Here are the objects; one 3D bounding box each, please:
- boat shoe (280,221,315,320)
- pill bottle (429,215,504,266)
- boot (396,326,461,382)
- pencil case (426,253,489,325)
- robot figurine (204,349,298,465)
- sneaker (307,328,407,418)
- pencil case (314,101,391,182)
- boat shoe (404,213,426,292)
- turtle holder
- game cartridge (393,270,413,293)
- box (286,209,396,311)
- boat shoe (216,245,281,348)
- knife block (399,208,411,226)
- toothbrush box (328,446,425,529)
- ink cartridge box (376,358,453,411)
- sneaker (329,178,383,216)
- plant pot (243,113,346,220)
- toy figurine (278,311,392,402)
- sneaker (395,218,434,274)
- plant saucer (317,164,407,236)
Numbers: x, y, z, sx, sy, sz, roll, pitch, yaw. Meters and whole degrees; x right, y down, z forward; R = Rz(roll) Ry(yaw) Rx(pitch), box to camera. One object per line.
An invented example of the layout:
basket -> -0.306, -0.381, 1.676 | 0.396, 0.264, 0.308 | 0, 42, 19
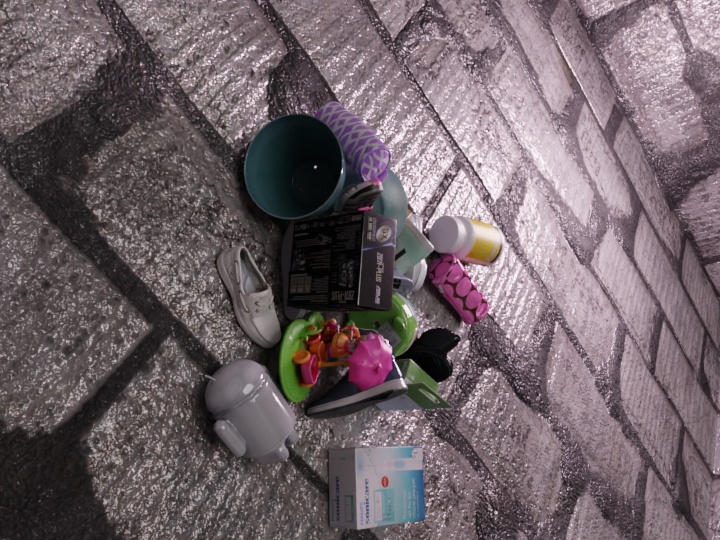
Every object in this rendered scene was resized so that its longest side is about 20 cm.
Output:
boat shoe -> -0.111, 0.000, 1.258 | 0.065, 0.071, 0.203 | 11, 71, -48
pill bottle -> 0.277, -0.079, 1.647 | 0.198, 0.113, 0.116 | 10, 71, -44
boot -> 0.164, 0.182, 1.400 | 0.162, 0.197, 0.074 | -26, 99, -40
pencil case -> 0.248, 0.054, 1.598 | 0.200, 0.090, 0.094 | 47, 41, -28
robot figurine -> -0.187, 0.235, 1.075 | 0.201, 0.112, 0.170 | 59, 28, -15
sneaker -> -0.021, 0.199, 1.241 | 0.077, 0.200, 0.148 | 59, 12, -66
pencil case -> -0.015, -0.261, 1.279 | 0.200, 0.084, 0.085 | 51, 8, 32
boat shoe -> 0.108, -0.047, 1.505 | 0.065, 0.073, 0.202 | 18, 55, -36
turtle holder -> 0.039, 0.102, 1.352 | 0.131, 0.184, 0.143 | -12, 120, -61
game cartridge -> 0.000, 0.000, 1.326 | 0.198, 0.133, 0.041 | 9, 102, -38
box -> -0.036, -0.011, 1.149 | 0.085, 0.199, 0.166 | 12, 78, -43
boat shoe -> -0.193, 0.049, 1.157 | 0.071, 0.069, 0.202 | -38, 106, -46
knife block -> 0.007, -0.190, 1.366 | 0.064, 0.198, 0.177 | -46, 140, -44
toothbrush box -> 0.034, 0.428, 1.266 | 0.198, 0.085, 0.149 | 14, 68, -41
ink cartridge box -> 0.091, 0.235, 1.297 | 0.104, 0.199, 0.060 | 43, 54, -28
sneaker -> -0.009, -0.096, 1.249 | 0.073, 0.200, 0.088 | -13, 64, -49
plant pot -> -0.113, -0.190, 1.250 | 0.135, 0.197, 0.203 | 23, 57, -75
toy figurine -> -0.025, 0.152, 1.154 | 0.200, 0.182, 0.152 | -59, 143, -55
sneaker -> 0.068, -0.079, 1.455 | 0.201, 0.118, 0.074 | 52, 8, 36
plant saucer -> -0.001, -0.131, 1.322 | 0.203, 0.199, 0.039 | 64, 15, -9
